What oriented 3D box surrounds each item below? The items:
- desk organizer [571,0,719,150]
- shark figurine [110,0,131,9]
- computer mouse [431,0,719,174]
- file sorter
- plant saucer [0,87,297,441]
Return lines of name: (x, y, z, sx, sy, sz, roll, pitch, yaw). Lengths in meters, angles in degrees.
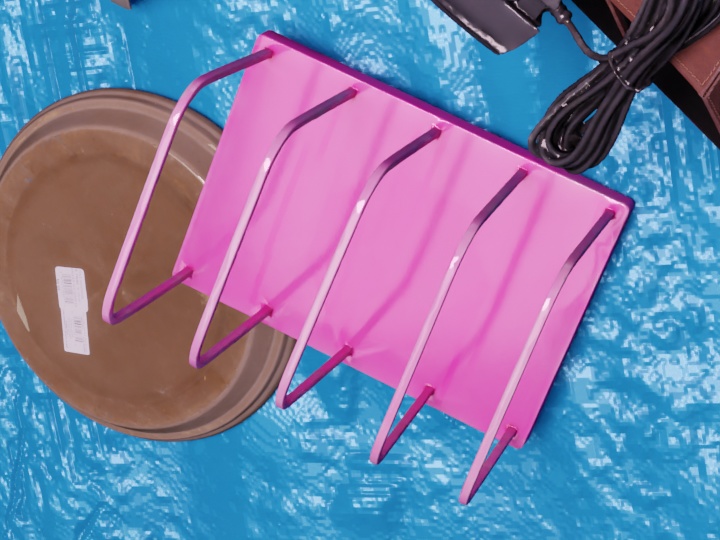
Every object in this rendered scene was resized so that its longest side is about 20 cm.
desk organizer: (0.101, -0.135, 0.873, 0.200, 0.072, 0.077, 50, 127, 27)
shark figurine: (-0.050, -0.177, 0.972, 0.214, 0.089, 0.128, -45, 50, 23)
computer mouse: (0.064, -0.149, 0.823, 0.140, 0.046, 0.200, -46, 65, 43)
file sorter: (0.000, 0.000, 0.956, 0.200, 0.125, 0.139, 26, 112, 10)
plant saucer: (-0.124, 0.002, 1.096, 0.200, 0.029, 0.200, 9, 112, 24)
